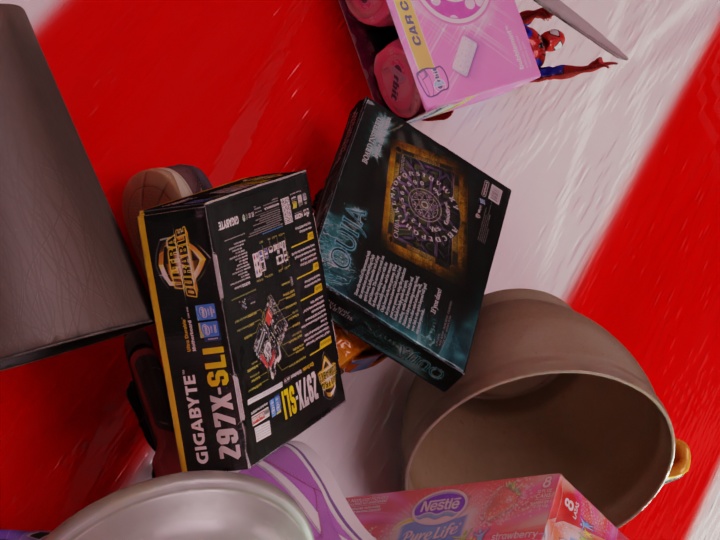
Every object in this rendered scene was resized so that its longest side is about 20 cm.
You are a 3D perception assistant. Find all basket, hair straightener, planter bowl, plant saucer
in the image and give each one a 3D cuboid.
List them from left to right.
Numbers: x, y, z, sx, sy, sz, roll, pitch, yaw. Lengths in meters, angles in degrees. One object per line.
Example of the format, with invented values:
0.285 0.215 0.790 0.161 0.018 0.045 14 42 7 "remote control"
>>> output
-0.224 -0.043 1.245 0.180 0.136 0.200 -16 88 -42 "basket"
-0.128 0.113 1.360 0.041 0.077 0.200 -22 68 -15 "hair straightener"
-0.113 0.207 1.263 0.200 0.200 0.050 28 21 -43 "plant saucer"
0.120 0.100 1.593 0.200 0.200 0.135 41 24 -36 "planter bowl"

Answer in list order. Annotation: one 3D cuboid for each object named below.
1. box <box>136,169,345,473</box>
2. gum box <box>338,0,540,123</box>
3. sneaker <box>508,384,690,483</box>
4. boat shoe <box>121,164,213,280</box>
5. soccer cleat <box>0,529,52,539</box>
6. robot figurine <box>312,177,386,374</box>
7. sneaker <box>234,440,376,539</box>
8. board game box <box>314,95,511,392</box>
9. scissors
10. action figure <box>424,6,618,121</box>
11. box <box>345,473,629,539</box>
-0.070 0.027 1.329 0.200 0.049 0.160 -29 112 -72 "box"
0.045 -0.220 1.630 0.113 0.066 0.200 -19 89 -32 "gum box"
0.194 0.124 1.745 0.200 0.077 0.078 32 58 -40 "sneaker"
-0.097 0.023 1.425 0.065 0.072 0.200 -24 96 -50 "boat shoe"
-0.167 0.185 1.310 0.200 0.068 0.073 26 38 -41 "soccer cleat"
0.000 0.000 1.541 0.145 0.058 0.200 52 40 5 "robot figurine"
-0.037 0.204 1.403 0.114 0.073 0.200 -8 50 -51 "sneaker"
0.031 -0.023 1.517 0.135 0.028 0.200 33 42 -13 "board game box"
0.136 -0.236 1.732 0.200 0.014 0.073 25 52 1 "scissors"
0.130 -0.175 1.739 0.200 0.099 0.065 -27 102 -53 "action figure"
0.074 0.212 1.476 0.103 0.200 0.095 44 51 -33 "box"
